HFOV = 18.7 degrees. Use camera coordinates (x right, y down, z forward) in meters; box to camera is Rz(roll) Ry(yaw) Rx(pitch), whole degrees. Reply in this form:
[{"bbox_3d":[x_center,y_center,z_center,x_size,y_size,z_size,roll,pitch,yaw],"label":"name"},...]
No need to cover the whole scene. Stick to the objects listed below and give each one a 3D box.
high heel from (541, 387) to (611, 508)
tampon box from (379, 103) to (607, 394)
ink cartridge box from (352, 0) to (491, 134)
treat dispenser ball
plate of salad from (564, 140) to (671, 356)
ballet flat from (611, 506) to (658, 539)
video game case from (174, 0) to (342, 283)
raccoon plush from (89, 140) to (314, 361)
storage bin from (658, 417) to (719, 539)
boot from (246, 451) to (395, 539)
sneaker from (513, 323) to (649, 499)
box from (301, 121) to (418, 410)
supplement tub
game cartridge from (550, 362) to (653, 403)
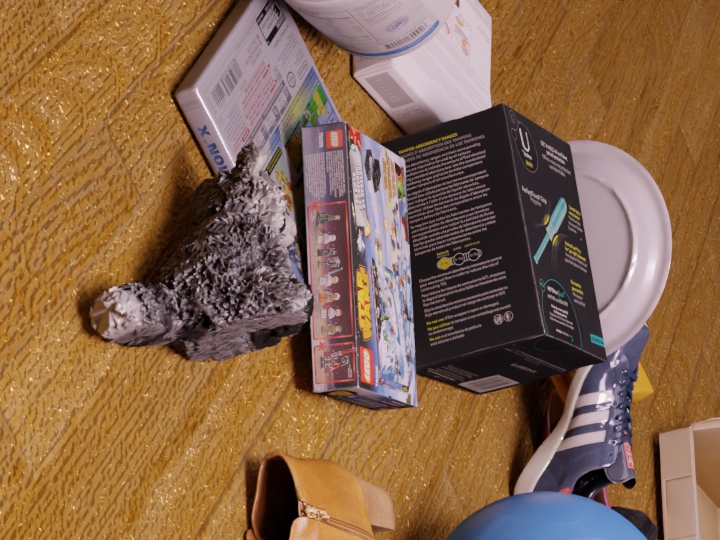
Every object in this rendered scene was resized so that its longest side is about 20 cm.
[{"bbox_3d":[0.193,0.200,1.952,0.201,0.067,0.096,-82,153,-47],"label":"high heel"},{"bbox_3d":[0.110,-0.015,1.837,0.150,0.126,0.201,23,55,-60],"label":"tampon box"},{"bbox_3d":[0.058,-0.199,1.931,0.200,0.045,0.177,44,39,-49],"label":"ink cartridge box"},{"bbox_3d":[0.141,0.268,1.647,0.201,0.200,0.202,43,39,-49],"label":"treat dispenser ball"},{"bbox_3d":[0.187,-0.014,1.910,0.048,0.199,0.201,15,62,-54],"label":"plate of salad"},{"bbox_3d":[0.222,0.277,2.017,0.200,0.057,0.067,-34,139,-60],"label":"ballet flat"},{"bbox_3d":[-0.064,-0.102,1.646,0.183,0.022,0.200,63,26,-23],"label":"video game case"},{"bbox_3d":[-0.105,-0.022,1.437,0.200,0.096,0.135,17,53,-61],"label":"raccoon plush"},{"bbox_3d":[0.389,0.286,2.294,0.199,0.093,0.201,46,37,-47],"label":"storage bin"},{"bbox_3d":[-0.019,0.229,1.506,0.144,0.071,0.202,19,56,-54],"label":"boot"},{"bbox_3d":[0.217,0.141,1.907,0.075,0.084,0.201,23,94,-58],"label":"sneaker"},{"bbox_3d":[0.000,0.000,1.656,0.137,0.040,0.201,27,59,-68],"label":"box"},{"bbox_3d":[-0.005,-0.248,1.686,0.200,0.131,0.133,32,47,-72],"label":"supplement tub"},{"bbox_3d":[0.199,0.045,2.061,0.177,0.032,0.200,64,20,14],"label":"game cartridge"}]
